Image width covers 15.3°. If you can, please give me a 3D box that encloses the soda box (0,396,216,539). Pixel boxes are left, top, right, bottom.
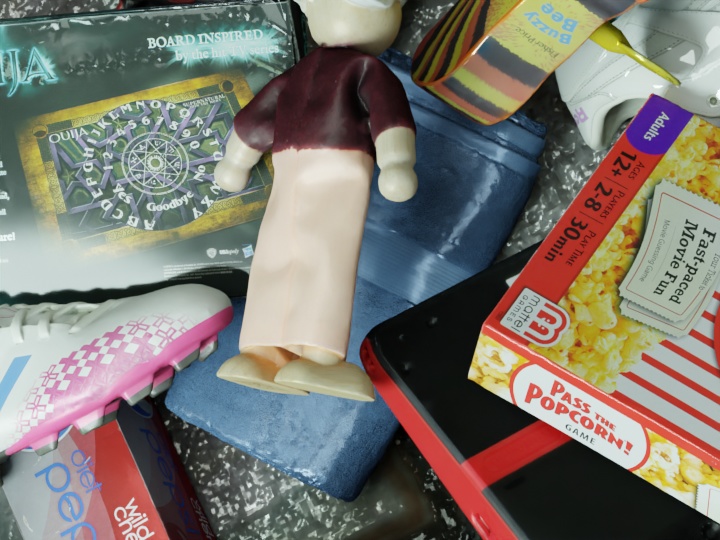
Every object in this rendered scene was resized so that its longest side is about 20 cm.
[{"bbox_3d":[-0.126,0.093,1.255,0.070,0.063,0.200,-30,72,12],"label":"soda box"}]

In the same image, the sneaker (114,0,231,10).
[{"bbox_3d":[-0.083,-0.072,1.270,0.071,0.098,0.201,9,103,7],"label":"sneaker"}]

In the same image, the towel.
[{"bbox_3d":[0.000,0.000,1.239,0.112,0.049,0.200,29,89,22],"label":"towel"}]

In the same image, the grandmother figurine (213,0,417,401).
[{"bbox_3d":[-0.016,-0.048,1.140,0.121,0.061,0.200,5,81,36],"label":"grandmother figurine"}]

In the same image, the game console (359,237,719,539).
[{"bbox_3d":[0.125,0.056,1.144,0.200,0.031,0.177,-26,63,-24],"label":"game console"}]

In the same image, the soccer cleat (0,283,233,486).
[{"bbox_3d":[-0.154,0.043,1.196,0.200,0.070,0.086,-30,89,15],"label":"soccer cleat"}]

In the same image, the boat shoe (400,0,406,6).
[{"bbox_3d":[0.007,-0.207,1.282,0.067,0.057,0.200,10,85,-15],"label":"boat shoe"}]

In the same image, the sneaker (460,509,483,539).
[{"bbox_3d":[0.068,0.142,1.164,0.084,0.077,0.200,-32,67,12],"label":"sneaker"}]

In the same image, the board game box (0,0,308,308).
[{"bbox_3d":[-0.118,-0.051,1.214,0.200,0.028,0.136,-3,98,11],"label":"board game box"}]

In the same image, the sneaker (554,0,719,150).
[{"bbox_3d":[0.180,-0.108,1.192,0.200,0.075,0.100,-14,81,25],"label":"sneaker"}]

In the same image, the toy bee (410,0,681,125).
[{"bbox_3d":[0.087,-0.132,1.125,0.131,0.109,0.200,13,122,-7],"label":"toy bee"}]

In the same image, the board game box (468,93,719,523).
[{"bbox_3d":[0.169,0.032,1.119,0.200,0.046,0.152,30,57,12],"label":"board game box"}]
